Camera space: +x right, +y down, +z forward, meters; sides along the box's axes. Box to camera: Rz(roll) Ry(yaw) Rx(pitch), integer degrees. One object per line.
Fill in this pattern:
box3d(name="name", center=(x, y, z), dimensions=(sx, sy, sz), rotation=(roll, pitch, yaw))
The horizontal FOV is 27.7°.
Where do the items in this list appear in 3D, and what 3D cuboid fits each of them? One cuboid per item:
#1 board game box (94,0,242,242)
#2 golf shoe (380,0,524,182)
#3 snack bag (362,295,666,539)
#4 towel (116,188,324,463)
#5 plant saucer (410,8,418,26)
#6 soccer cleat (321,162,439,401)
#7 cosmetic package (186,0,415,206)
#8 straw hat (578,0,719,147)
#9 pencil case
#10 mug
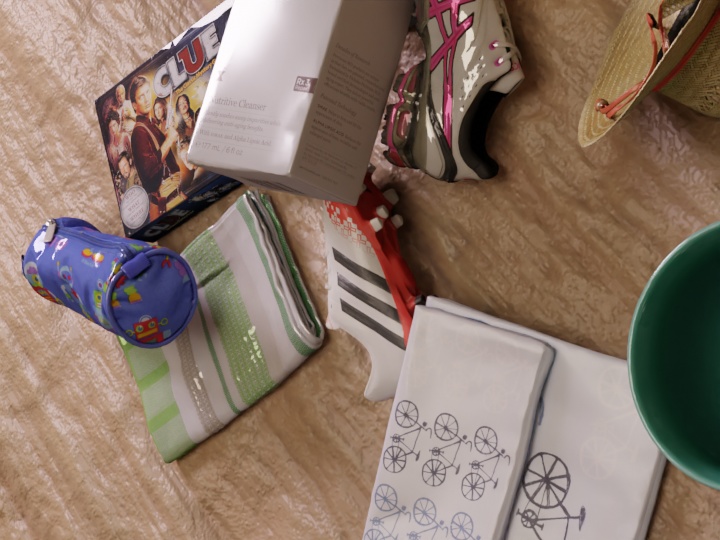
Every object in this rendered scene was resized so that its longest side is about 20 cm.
box3d(name="board game box", center=(-0.135, -0.127, 1.216), dimensions=(0.199, 0.034, 0.137), rotation=(-30, 67, 34))
box3d(name="golf shoe", center=(0.081, -0.161, 1.023), dimensions=(0.091, 0.072, 0.202), rotation=(18, 105, 25))
box3d(name="snack bag", center=(0.104, 0.134, 0.968), dimensions=(0.199, 0.021, 0.190), rotation=(18, 97, 26))
box3d(name="towel", center=(-0.123, 0.048, 1.190), dimensions=(0.200, 0.031, 0.150), rotation=(-39, 61, 30))
box3d(name="plant saucer", center=(0.016, -0.283, 1.104), dimensions=(0.200, 0.039, 0.203), rotation=(-4, 83, 39))
box3d(name="soccer cleat", center=(0.000, 0.000, 1.069), dimensions=(0.085, 0.068, 0.201), rotation=(-35, 69, 23))
box3d(name="cosmetic package", center=(-0.036, -0.157, 1.040), dimensions=(0.112, 0.081, 0.202), rotation=(11, 84, 40))
box3d(name="straw hat", center=(0.217, -0.143, 0.887), dimensions=(0.085, 0.201, 0.202), rotation=(28, 108, -5))
box3d(name="pencil case", center=(-0.210, 0.004, 1.203), dimensions=(0.078, 0.087, 0.199), rotation=(-40, 29, -21))
box3d(name="mug", center=(0.253, 0.039, 0.821), dimensions=(0.185, 0.114, 0.153), rotation=(-48, 57, 24))
